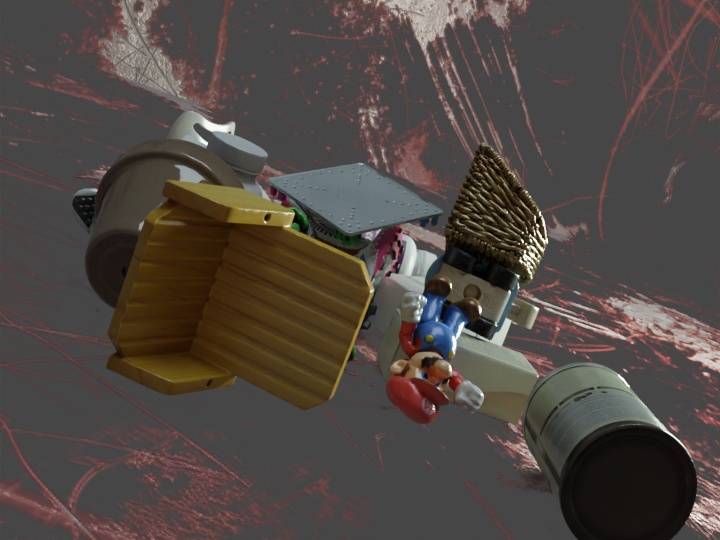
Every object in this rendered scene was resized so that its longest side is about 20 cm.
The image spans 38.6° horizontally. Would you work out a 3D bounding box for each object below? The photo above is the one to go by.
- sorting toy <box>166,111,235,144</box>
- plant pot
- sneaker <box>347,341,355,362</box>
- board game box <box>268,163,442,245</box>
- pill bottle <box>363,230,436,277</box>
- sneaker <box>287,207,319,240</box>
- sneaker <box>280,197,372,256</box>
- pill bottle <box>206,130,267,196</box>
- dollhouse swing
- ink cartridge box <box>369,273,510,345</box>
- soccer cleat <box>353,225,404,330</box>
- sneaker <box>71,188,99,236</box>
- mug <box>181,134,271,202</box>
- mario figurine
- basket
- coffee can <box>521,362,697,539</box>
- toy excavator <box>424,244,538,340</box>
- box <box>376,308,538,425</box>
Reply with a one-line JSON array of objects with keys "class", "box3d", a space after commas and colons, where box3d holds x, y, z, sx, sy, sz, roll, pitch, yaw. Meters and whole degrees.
[{"class": "sorting toy", "box3d": [-0.278, -0.174, 1.728, 0.106, 0.183, 0.199, 29, 14, 34]}, {"class": "plant pot", "box3d": [-0.245, -0.035, 1.240, 0.197, 0.202, 0.175, 21, 29, -2]}, {"class": "sneaker", "box3d": [-0.091, 0.066, 1.307, 0.199, 0.085, 0.076, 35, -14, -21]}, {"class": "board game box", "box3d": [-0.009, -0.103, 1.561, 0.198, 0.026, 0.199, -14, 36, -40]}, {"class": "pill bottle", "box3d": [0.028, -0.021, 1.780, 0.197, 0.114, 0.112, 19, 12, -11]}, {"class": "sneaker", "box3d": [-0.087, -0.045, 1.431, 0.077, 0.086, 0.200, 21, 11, 1]}, {"class": "sneaker", "box3d": [-0.047, -0.087, 1.626, 0.199, 0.083, 0.078, 39, 8, 35]}, {"class": "pill bottle", "box3d": [-0.200, -0.081, 1.407, 0.110, 0.203, 0.112, 22, 13, -6]}, {"class": "dollhouse swing", "box3d": [-0.116, 0.042, 1.033, 0.174, 0.203, 0.181, 28, 13, 27]}, {"class": "ink cartridge box", "box3d": [0.123, 0.074, 1.610, 0.146, 0.084, 0.198, 31, 15, 37]}, {"class": "soccer cleat", "box3d": [0.000, 0.000, 1.526, 0.085, 0.202, 0.070, 13, -36, 19]}, {"class": "sneaker", "box3d": [-0.326, -0.066, 1.461, 0.198, 0.076, 0.081, 23, 1, -40]}, {"class": "mug", "box3d": [-0.222, -0.108, 1.566, 0.174, 0.149, 0.200, 30, -20, -7]}, {"class": "mario figurine", "box3d": [0.100, 0.097, 1.260, 0.121, 0.107, 0.202, 12, 50, 12]}, {"class": "basket", "box3d": [0.210, -0.075, 1.499, 0.141, 0.151, 0.200, 21, -10, 10]}, {"class": "coffee can", "box3d": [0.271, 0.204, 1.155, 0.144, 0.148, 0.200, 20, 12, -8]}, {"class": "toy excavator", "box3d": [0.182, 0.037, 1.505, 0.192, 0.101, 0.200, 23, 5, -3]}, {"class": "box", "box3d": [0.128, 0.129, 1.392, 0.197, 0.079, 0.095, 20, 12, -10]}]
